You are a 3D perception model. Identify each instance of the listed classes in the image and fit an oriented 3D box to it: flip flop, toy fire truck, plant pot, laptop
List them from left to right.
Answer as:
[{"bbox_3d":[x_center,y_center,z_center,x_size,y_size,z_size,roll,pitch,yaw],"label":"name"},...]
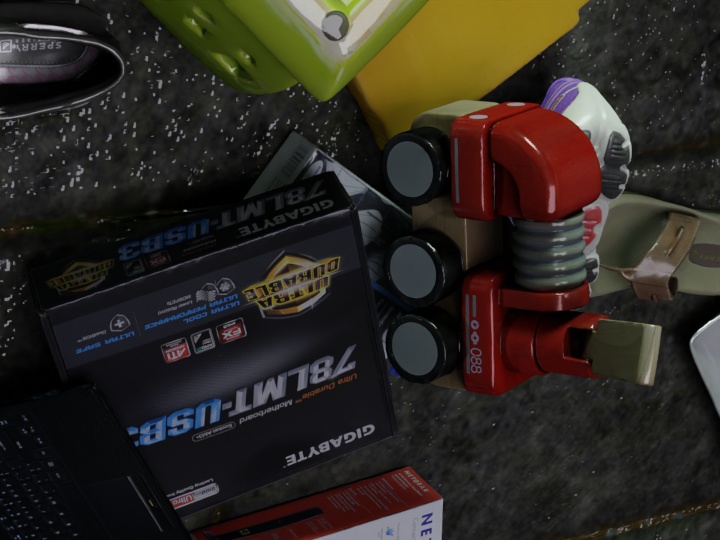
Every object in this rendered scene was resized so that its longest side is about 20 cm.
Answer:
[{"bbox_3d":[-0.219,0.181,1.099,0.199,0.104,0.178,-14,129,15],"label":"laptop"},{"bbox_3d":[-0.035,-0.214,0.944,0.200,0.181,0.199,-46,116,-5],"label":"plant pot"},{"bbox_3d":[0.112,-0.004,1.096,0.128,0.199,0.177,-22,115,-53],"label":"toy fire truck"},{"bbox_3d":[0.222,-0.008,1.317,0.199,0.058,0.082,5,111,-34],"label":"flip flop"}]

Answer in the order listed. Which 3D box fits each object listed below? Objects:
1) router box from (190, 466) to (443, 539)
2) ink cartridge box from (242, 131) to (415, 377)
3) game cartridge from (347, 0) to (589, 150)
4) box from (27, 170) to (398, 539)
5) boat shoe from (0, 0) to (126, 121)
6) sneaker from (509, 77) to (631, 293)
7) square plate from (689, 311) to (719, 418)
[{"bbox_3d":[-0.031,0.256,1.298,0.178,0.049,0.201,-14,120,-26],"label":"router box"},{"bbox_3d":[0.000,0.000,1.193,0.200,0.039,0.100,33,93,-40],"label":"ink cartridge box"},{"bbox_3d":[0.047,-0.194,1.130,0.176,0.032,0.201,-37,131,-11],"label":"game cartridge"},{"bbox_3d":[-0.085,0.056,1.128,0.199,0.050,0.199,-19,129,-10],"label":"box"},{"bbox_3d":[-0.222,-0.111,0.980,0.199,0.057,0.067,-11,120,-28],"label":"boat shoe"},{"bbox_3d":[0.126,-0.040,1.233,0.080,0.084,0.201,9,125,-20],"label":"sneaker"},{"bbox_3d":[0.356,0.062,1.459,0.198,0.028,0.201,-36,128,-11],"label":"square plate"}]
